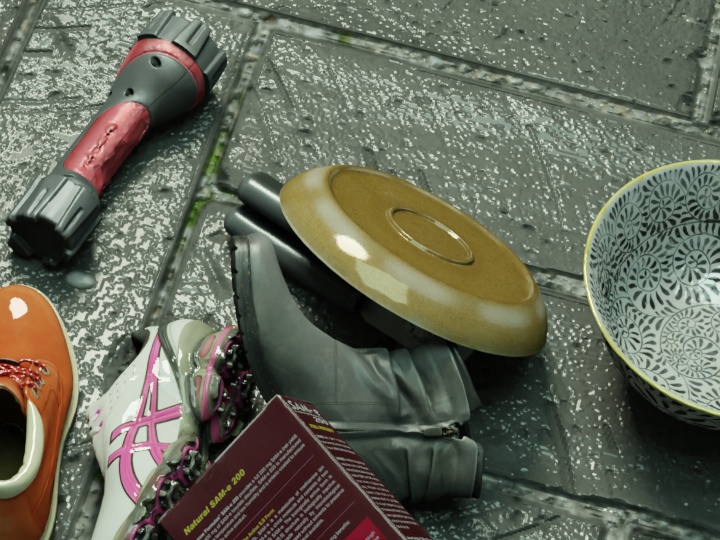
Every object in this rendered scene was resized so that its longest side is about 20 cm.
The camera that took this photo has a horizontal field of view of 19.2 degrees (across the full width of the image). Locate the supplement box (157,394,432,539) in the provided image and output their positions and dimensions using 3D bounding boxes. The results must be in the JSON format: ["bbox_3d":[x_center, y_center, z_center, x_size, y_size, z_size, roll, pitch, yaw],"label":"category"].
[{"bbox_3d":[-0.012,0.181,1.233,0.109,0.061,0.200,-45,70,9],"label":"supplement box"}]

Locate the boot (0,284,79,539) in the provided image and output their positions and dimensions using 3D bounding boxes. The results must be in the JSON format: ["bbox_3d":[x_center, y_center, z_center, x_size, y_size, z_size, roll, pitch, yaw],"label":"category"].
[{"bbox_3d":[-0.213,0.077,1.317,0.074,0.108,0.201,-1,54,-5],"label":"boot"}]

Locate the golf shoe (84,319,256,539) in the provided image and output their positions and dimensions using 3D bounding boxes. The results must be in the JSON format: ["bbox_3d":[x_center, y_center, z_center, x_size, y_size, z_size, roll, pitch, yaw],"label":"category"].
[{"bbox_3d":[-0.133,0.116,1.327,0.091,0.073,0.201,4,46,19],"label":"golf shoe"}]

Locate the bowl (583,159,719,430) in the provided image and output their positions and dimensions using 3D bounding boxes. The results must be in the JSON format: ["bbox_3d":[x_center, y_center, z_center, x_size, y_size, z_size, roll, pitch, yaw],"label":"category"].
[{"bbox_3d":[0.237,0.035,1.402,0.199,0.095,0.202,3,55,-4],"label":"bowl"}]

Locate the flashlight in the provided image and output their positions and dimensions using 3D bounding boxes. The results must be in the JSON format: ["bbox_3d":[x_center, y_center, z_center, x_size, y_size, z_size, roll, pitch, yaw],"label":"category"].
[{"bbox_3d":[-0.165,-0.091,1.462,0.067,0.068,0.201,21,54,15],"label":"flashlight"}]

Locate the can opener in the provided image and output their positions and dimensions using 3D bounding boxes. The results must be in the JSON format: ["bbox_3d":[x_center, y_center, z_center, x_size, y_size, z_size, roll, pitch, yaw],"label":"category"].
[{"bbox_3d":[0.000,0.000,1.436,0.199,0.053,0.066,30,23,12],"label":"can opener"}]

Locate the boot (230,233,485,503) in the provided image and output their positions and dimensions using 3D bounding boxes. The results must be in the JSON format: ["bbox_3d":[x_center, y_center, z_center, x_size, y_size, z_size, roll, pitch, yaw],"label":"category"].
[{"bbox_3d":[-0.001,0.058,1.321,0.130,0.070,0.202,-17,102,-1],"label":"boot"}]

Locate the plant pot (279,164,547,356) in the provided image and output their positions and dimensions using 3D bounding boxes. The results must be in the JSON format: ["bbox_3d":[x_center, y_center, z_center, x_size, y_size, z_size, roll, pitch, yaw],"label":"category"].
[{"bbox_3d":[0.041,-0.014,1.383,0.199,0.028,0.200,26,19,-10],"label":"plant pot"}]
